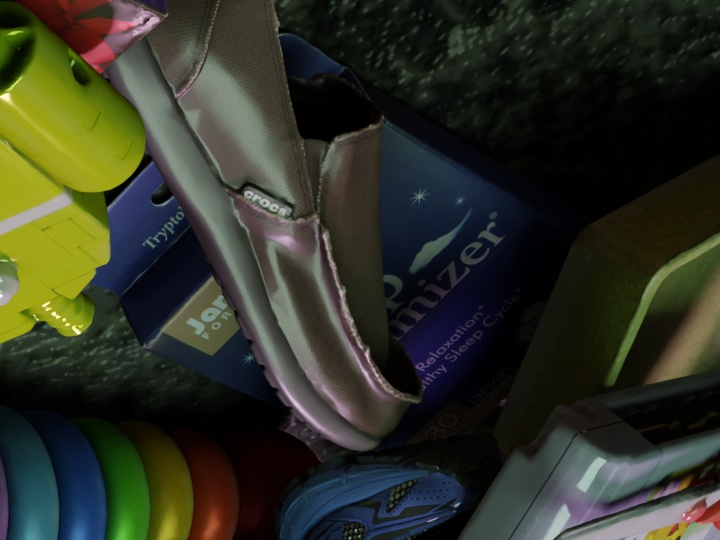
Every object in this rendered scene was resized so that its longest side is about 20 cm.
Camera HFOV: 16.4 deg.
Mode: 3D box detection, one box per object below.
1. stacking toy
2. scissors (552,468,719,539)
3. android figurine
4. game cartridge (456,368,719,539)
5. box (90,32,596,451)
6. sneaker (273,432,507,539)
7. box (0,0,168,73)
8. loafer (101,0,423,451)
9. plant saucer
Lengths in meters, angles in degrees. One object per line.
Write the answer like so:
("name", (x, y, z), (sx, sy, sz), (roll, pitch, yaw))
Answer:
("stacking toy", (-0.093, 0.083, 0.901), (0.200, 0.085, 0.085), (0, 132, -39))
("scissors", (0.116, 0.083, 0.858), (0.200, 0.014, 0.073), (-20, 154, -44))
("android figurine", (-0.150, -0.019, 0.712), (0.182, 0.041, 0.200), (-21, 147, 14))
("game cartridge", (0.088, 0.100, 0.895), (0.200, 0.040, 0.133), (-6, 135, -58))
("box", (0.000, 0.000, 0.902), (0.121, 0.032, 0.200), (-45, 137, 17))
("sneaker", (0.001, 0.122, 0.894), (0.075, 0.078, 0.200), (-11, 153, -35))
("box", (-0.172, -0.077, 0.685), (0.200, 0.039, 0.137), (19, 137, -42))
("loafer", (-0.020, -0.024, 0.797), (0.071, 0.073, 0.200), (-26, 125, 3))
("plant saucer", (0.118, 0.028, 0.948), (0.200, 0.048, 0.200), (-27, 147, -43))
